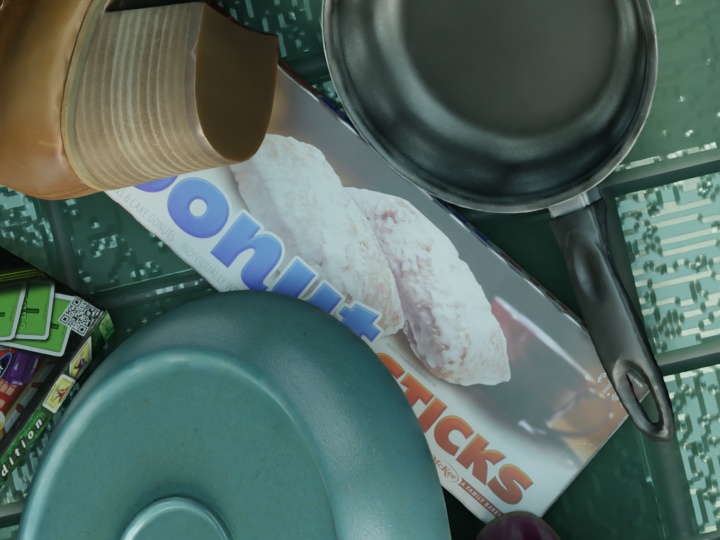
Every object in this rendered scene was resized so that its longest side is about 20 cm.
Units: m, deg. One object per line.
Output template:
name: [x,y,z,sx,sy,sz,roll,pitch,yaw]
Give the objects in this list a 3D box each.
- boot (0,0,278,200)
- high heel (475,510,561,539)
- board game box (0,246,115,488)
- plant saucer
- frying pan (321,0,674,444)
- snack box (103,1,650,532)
boot: [-0.093,-0.121,0.879,0.154,0.074,0.201,-1,67,34]
high heel: [0.101,0.166,0.854,0.067,0.096,0.201,-32,100,10]
board game box: [-0.179,0.070,0.879,0.104,0.023,0.201,28,71,17]
plant saucer: [-0.052,0.105,0.854,0.199,0.027,0.202,-10,76,42]
frying pan: [0.069,-0.048,0.852,0.190,0.031,0.115,45,122,1]
snack box: [0.000,0.000,0.898,0.200,0.024,0.072,41,98,3]
